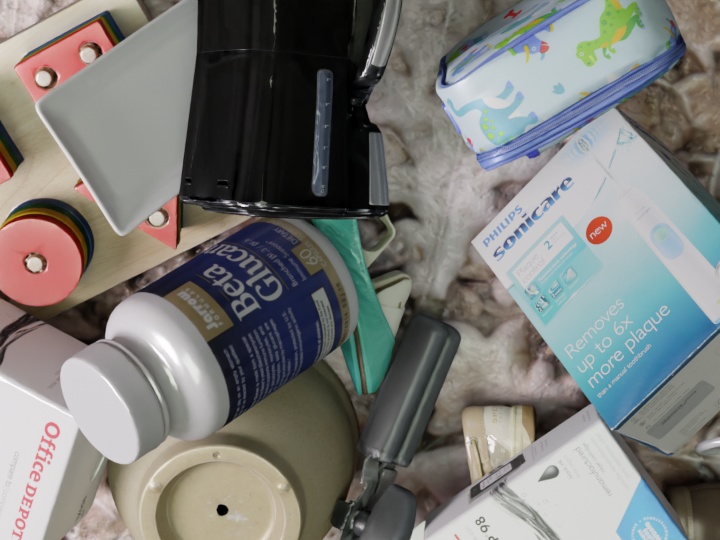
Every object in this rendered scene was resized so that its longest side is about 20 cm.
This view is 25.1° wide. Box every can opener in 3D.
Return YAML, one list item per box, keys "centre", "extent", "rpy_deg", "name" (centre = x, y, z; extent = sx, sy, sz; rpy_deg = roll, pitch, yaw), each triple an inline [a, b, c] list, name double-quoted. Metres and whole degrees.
- centre: [0.032, 0.134, 1.223]
  extent: [0.066, 0.053, 0.200]
  rpy_deg: [17, 86, 28]
  name: "can opener"

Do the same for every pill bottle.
- centre: [-0.106, 0.049, 1.128]
  extent: [0.200, 0.111, 0.111]
  rpy_deg: [-34, 113, -35]
  name: "pill bottle"

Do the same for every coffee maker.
- centre: [-0.067, -0.136, 1.081]
  extent: [0.192, 0.135, 0.200]
  rpy_deg: [5, 92, -10]
  name: "coffee maker"

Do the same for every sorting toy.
- centre: [-0.210, -0.075, 1.174]
  extent: [0.200, 0.070, 0.199]
  rpy_deg: [-26, 108, 9]
  name: "sorting toy"

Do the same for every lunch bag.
- centre: [0.128, -0.141, 1.080]
  extent: [0.161, 0.200, 0.082]
  rpy_deg: [-30, 100, 9]
  name: "lunch bag"

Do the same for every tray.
- centre: [-0.128, -0.120, 1.125]
  extent: [0.200, 0.022, 0.107]
  rpy_deg: [-42, 108, -32]
  name: "tray"

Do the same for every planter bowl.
- centre: [-0.100, 0.156, 1.223]
  extent: [0.200, 0.135, 0.200]
  rpy_deg: [0, 109, 0]
  name: "planter bowl"

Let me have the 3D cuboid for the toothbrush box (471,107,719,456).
- centre: [0.194, 0.004, 1.129]
  extent: [0.146, 0.200, 0.085]
  rpy_deg: [-46, 138, 16]
  name: "toothbrush box"

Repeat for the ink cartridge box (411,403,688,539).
- centre: [0.128, 0.205, 1.205]
  extent: [0.200, 0.067, 0.116]
  rpy_deg: [-36, 94, 8]
  name: "ink cartridge box"

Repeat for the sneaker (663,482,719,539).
- centre: [0.288, 0.264, 1.294]
  extent: [0.076, 0.070, 0.200]
  rpy_deg: [-7, 110, 2]
  name: "sneaker"

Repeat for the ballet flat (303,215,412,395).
- centre: [0.000, 0.000, 1.205]
  extent: [0.070, 0.067, 0.200]
  rpy_deg: [-22, 111, -7]
  name: "ballet flat"

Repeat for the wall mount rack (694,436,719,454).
- centre: [0.341, 0.083, 1.179]
  extent: [0.200, 0.174, 0.075]
  rpy_deg: [-9, 74, 3]
  name: "wall mount rack"

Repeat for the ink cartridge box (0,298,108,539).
- centre: [-0.285, 0.100, 1.191]
  extent: [0.200, 0.084, 0.145]
  rpy_deg: [27, 120, 9]
  name: "ink cartridge box"

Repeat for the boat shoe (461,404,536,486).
- centre: [0.105, 0.202, 1.274]
  extent: [0.065, 0.072, 0.200]
  rpy_deg: [1, 104, 4]
  name: "boat shoe"
